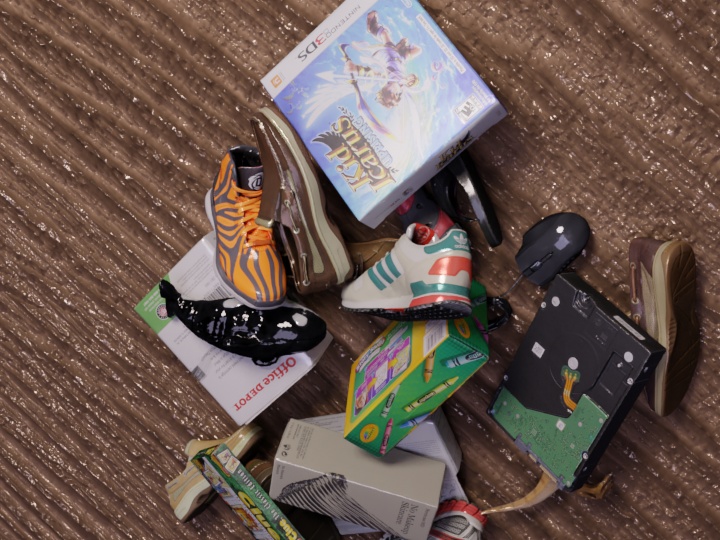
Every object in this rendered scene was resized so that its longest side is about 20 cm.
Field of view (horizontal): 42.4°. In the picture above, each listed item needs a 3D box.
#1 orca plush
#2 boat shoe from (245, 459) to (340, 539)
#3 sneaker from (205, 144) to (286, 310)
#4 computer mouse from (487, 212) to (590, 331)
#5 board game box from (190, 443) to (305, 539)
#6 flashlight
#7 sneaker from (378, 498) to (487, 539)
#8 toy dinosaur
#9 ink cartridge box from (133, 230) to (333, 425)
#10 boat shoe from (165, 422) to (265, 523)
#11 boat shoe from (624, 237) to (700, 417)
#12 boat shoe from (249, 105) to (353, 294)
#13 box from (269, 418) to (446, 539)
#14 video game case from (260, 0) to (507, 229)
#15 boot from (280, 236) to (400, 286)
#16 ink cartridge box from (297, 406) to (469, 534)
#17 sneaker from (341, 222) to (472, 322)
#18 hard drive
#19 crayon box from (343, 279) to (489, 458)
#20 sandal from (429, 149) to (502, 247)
[{"bbox_3d":[-0.142,0.057,1.048,0.199,0.071,0.106,24,109,7],"label":"orca plush"},{"bbox_3d":[-0.088,0.326,1.229,0.068,0.072,0.201,20,139,57],"label":"boat shoe"},{"bbox_3d":[-0.125,-0.059,1.030,0.201,0.077,0.112,63,146,33],"label":"sneaker"},{"bbox_3d":[0.176,0.010,1.031,0.059,0.034,0.200,41,118,0],"label":"computer mouse"},{"bbox_3d":[-0.127,0.300,1.147,0.200,0.023,0.105,51,147,-5],"label":"board game box"},{"bbox_3d":[0.037,-0.087,1.015,0.068,0.068,0.200,-39,92,-9],"label":"flashlight"},{"bbox_3d":[0.074,0.360,1.157,0.078,0.082,0.200,34,128,-12],"label":"sneaker"},{"bbox_3d":[0.237,0.232,1.088,0.106,0.060,0.201,34,110,27],"label":"toy dinosaur"},{"bbox_3d":[-0.153,0.066,1.140,0.146,0.084,0.200,-40,93,26],"label":"ink cartridge box"},{"bbox_3d":[-0.205,0.257,1.244,0.076,0.071,0.200,50,117,15],"label":"boat shoe"},{"bbox_3d":[0.312,0.059,0.991,0.072,0.072,0.202,18,127,46],"label":"boat shoe"},{"bbox_3d":[-0.077,-0.068,0.977,0.074,0.075,0.204,-27,100,-15],"label":"boat shoe"},{"bbox_3d":[-0.004,0.251,1.107,0.198,0.069,0.083,15,130,6],"label":"box"},{"bbox_3d":[0.019,-0.178,0.950,0.181,0.045,0.201,-40,70,13],"label":"video game case"},{"bbox_3d":[0.000,0.000,1.068,0.198,0.075,0.074,7,107,14],"label":"boot"},{"bbox_3d":[0.033,0.251,1.168,0.198,0.044,0.174,-12,122,23],"label":"ink cartridge box"},{"bbox_3d":[0.051,0.002,0.978,0.199,0.070,0.094,-6,73,58],"label":"sneaker"},{"bbox_3d":[0.229,0.123,1.013,0.140,0.038,0.201,44,125,37],"label":"hard drive"},{"bbox_3d":[0.061,0.104,1.045,0.058,0.119,0.200,30,124,-17],"label":"crayon box"},{"bbox_3d":[0.092,-0.111,0.996,0.048,0.075,0.202,-29,89,19],"label":"sandal"}]
